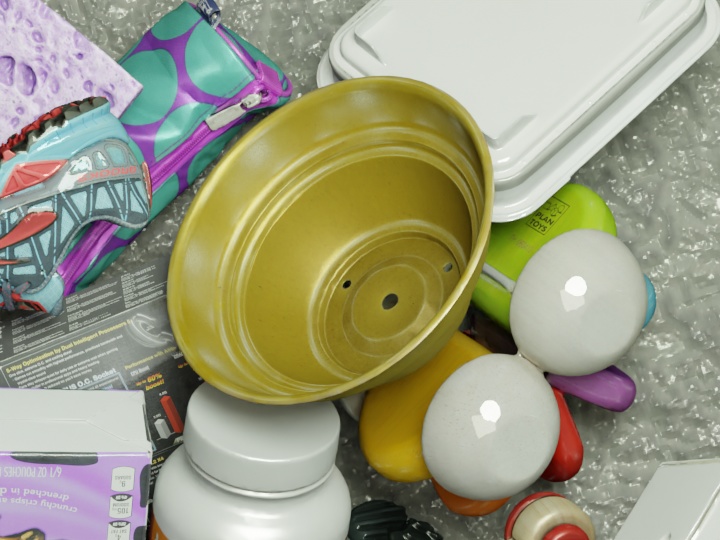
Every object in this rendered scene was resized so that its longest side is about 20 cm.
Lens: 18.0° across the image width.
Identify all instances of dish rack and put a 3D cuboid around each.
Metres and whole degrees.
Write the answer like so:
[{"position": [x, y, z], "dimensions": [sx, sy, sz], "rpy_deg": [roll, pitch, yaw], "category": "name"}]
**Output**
[{"position": [0.088, -0.138, 1.290], "dimensions": [0.200, 0.044, 0.171], "rpy_deg": [-41, 60, -16], "category": "dish rack"}]

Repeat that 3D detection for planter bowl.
[{"position": [0.000, 0.000, 1.233], "dimensions": [0.199, 0.083, 0.202], "rpy_deg": [-17, 54, 24], "category": "planter bowl"}]

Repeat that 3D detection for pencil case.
[{"position": [-0.135, -0.066, 1.334], "dimensions": [0.200, 0.092, 0.085], "rpy_deg": [-45, 131, 1], "category": "pencil case"}]

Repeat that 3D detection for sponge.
[{"position": [-0.227, -0.062, 1.276], "dimensions": [0.111, 0.030, 0.200], "rpy_deg": [40, 90, -7], "category": "sponge"}]

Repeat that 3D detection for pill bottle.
[{"position": [-0.066, 0.162, 1.273], "dimensions": [0.111, 0.112, 0.201], "rpy_deg": [10, 121, 2], "category": "pill bottle"}]

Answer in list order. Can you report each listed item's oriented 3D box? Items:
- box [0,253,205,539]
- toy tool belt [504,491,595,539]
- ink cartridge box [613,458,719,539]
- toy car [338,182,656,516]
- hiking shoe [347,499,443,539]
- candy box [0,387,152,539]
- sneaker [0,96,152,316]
[{"position": [-0.162, 0.097, 1.313], "dimensions": [0.199, 0.050, 0.158], "rpy_deg": [-23, 119, 1], "category": "box"}, {"position": [0.175, 0.205, 1.270], "dimensions": [0.200, 0.123, 0.125], "rpy_deg": [41, 88, -26], "category": "toy tool belt"}, {"position": [0.211, 0.214, 1.191], "dimensions": [0.200, 0.084, 0.145], "rpy_deg": [40, 70, -15], "category": "ink cartridge box"}, {"position": [0.093, 0.051, 1.305], "dimensions": [0.150, 0.175, 0.201], "rpy_deg": [36, 89, -33], "category": "toy car"}, {"position": [0.053, 0.226, 1.334], "dimensions": [0.200, 0.074, 0.087], "rpy_deg": [45, 122, 9], "category": "hiking shoe"}, {"position": [-0.207, 0.168, 1.270], "dimensions": [0.166, 0.072, 0.201], "rpy_deg": [1, 118, -12], "category": "candy box"}, {"position": [-0.201, -0.007, 1.230], "dimensions": [0.199, 0.079, 0.096], "rpy_deg": [-33, 100, -2], "category": "sneaker"}]
